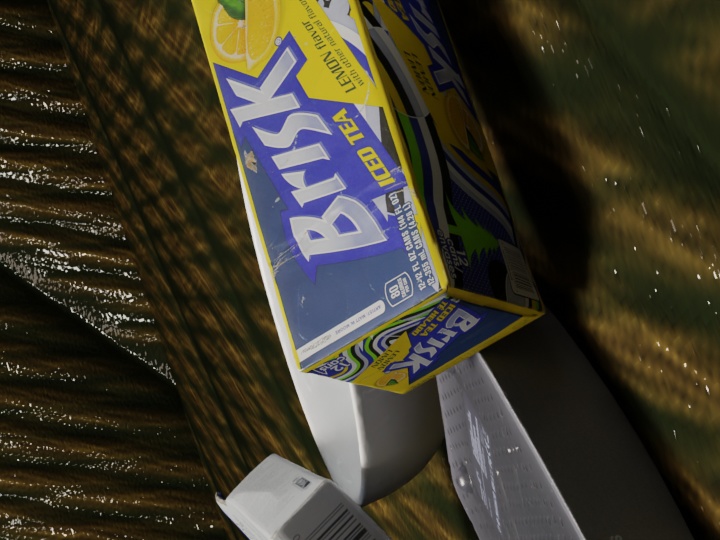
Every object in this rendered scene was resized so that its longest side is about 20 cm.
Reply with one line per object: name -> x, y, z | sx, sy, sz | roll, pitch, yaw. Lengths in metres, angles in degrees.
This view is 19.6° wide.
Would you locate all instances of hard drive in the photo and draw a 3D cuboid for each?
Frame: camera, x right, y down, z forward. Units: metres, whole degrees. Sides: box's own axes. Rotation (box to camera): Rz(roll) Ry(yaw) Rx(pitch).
hard drive -> 0.076, 0.095, 0.745 | 0.200, 0.042, 0.136 | -118, 14, -50

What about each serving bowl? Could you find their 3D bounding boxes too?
serving bowl -> 0.000, 0.000, 0.927 | 0.200, 0.065, 0.202 | 164, 90, -81

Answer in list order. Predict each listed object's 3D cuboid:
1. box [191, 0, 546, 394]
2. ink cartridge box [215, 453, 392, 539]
box -> -0.005, -0.062, 0.741 | 0.064, 0.070, 0.201 | 16, -129, -51
ink cartridge box -> 0.022, 0.169, 0.962 | 0.200, 0.041, 0.200 | 47, 171, -8
